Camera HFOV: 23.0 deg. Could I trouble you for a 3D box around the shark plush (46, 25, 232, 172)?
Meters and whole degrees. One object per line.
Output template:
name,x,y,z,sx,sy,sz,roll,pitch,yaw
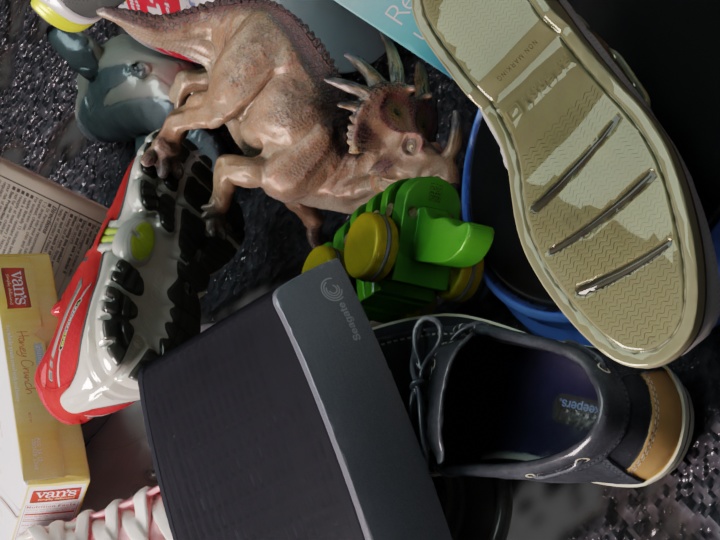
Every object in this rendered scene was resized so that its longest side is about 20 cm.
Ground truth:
shark plush,-0.121,-0.095,1.112,0.199,0.090,0.084,27,114,39

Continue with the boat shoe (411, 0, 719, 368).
boat shoe,0.093,-0.051,0.717,0.075,0.068,0.201,-35,65,26

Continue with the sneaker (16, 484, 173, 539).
sneaker,-0.106,0.140,0.860,0.201,0.104,0.076,-51,39,33

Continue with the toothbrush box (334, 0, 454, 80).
toothbrush box,0.016,-0.200,0.849,0.147,0.199,0.085,-55,21,10

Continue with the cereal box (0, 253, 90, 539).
cereal box,-0.194,0.107,0.972,0.201,0.039,0.145,115,146,-47

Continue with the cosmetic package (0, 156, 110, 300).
cosmetic package,-0.220,-0.011,1.039,0.087,0.199,0.104,12,76,54

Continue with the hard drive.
hard drive,-0.027,0.111,0.763,0.134,0.042,0.202,-29,76,39

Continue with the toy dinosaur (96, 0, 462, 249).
toy dinosaur,-0.033,-0.087,0.891,0.136,0.200,0.086,-46,-5,30

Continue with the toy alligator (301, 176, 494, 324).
toy alligator,0.000,0.000,0.831,0.200,0.059,0.055,-34,50,53

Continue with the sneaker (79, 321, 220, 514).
sneaker,-0.108,0.100,0.952,0.200,0.073,0.071,-44,48,39

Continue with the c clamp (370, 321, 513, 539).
c clamp,-0.002,0.120,0.833,0.171,0.027,0.201,-46,40,23

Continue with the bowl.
bowl,0.122,-0.061,0.778,0.200,0.039,0.202,-29,48,38

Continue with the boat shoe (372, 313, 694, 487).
boat shoe,0.046,0.055,0.759,0.199,0.062,0.075,4,82,43

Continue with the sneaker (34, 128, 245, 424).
sneaker,-0.121,0.000,0.910,0.085,0.077,0.201,-31,23,30

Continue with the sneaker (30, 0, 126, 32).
sneaker,-0.123,-0.228,0.984,0.084,0.074,0.202,-4,71,42

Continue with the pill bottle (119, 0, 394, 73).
pill bottle,-0.061,-0.168,1.010,0.199,0.112,0.113,22,86,54
